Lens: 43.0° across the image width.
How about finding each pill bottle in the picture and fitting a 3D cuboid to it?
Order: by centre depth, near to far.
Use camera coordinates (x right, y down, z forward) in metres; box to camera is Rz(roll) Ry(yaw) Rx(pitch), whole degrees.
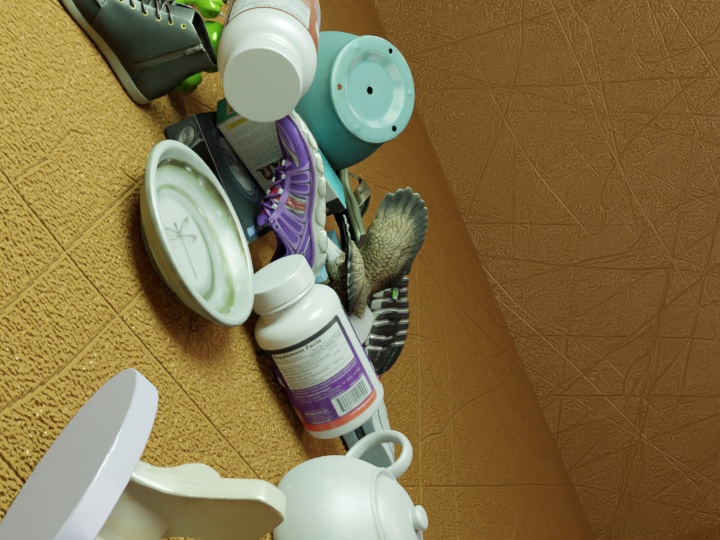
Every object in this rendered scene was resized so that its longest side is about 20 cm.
[{"bbox_3d":[-0.102,-0.251,1.020,0.202,0.111,0.113,-90,154,-52],"label":"pill bottle"},{"bbox_3d":[-0.059,0.089,1.088,0.112,0.110,0.202,-78,144,-65],"label":"pill bottle"}]

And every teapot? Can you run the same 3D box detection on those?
[{"bbox_3d":[0.004,0.282,0.987,0.197,0.144,0.203,23,46,-70],"label":"teapot"}]

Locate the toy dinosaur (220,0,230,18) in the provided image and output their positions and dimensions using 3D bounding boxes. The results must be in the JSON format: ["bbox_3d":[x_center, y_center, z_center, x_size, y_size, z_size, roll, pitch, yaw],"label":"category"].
[{"bbox_3d":[-0.246,-0.447,1.257,0.102,0.076,0.203,62,7,-72],"label":"toy dinosaur"}]

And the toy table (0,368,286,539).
[{"bbox_3d":[-0.149,0.166,0.578,0.117,0.183,0.201,44,32,-19],"label":"toy table"}]

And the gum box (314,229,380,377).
[{"bbox_3d":[-0.024,0.062,1.383,0.170,0.044,0.202,-77,144,-65],"label":"gum box"}]

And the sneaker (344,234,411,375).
[{"bbox_3d":[0.012,0.042,1.325,0.075,0.115,0.204,6,95,-43],"label":"sneaker"}]

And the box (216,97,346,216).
[{"bbox_3d":[-0.096,-0.143,1.150,0.201,0.081,0.050,56,19,-44],"label":"box"}]

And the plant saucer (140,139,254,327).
[{"bbox_3d":[-0.177,-0.031,0.943,0.202,0.050,0.202,-90,154,-54],"label":"plant saucer"}]

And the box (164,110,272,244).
[{"bbox_3d":[-0.158,-0.116,1.140,0.200,0.043,0.163,-44,113,-74],"label":"box"}]

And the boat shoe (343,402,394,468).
[{"bbox_3d":[0.006,0.189,1.262,0.086,0.073,0.205,-62,132,-70],"label":"boat shoe"}]

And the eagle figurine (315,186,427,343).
[{"bbox_3d":[-0.006,-0.004,1.179,0.149,0.199,0.154,20,59,-29],"label":"eagle figurine"}]

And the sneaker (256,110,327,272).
[{"bbox_3d":[-0.084,-0.087,1.078,0.081,0.082,0.204,-133,-142,-64],"label":"sneaker"}]

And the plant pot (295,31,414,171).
[{"bbox_3d":[-0.031,-0.228,1.224,0.197,0.187,0.204,-1,91,-36],"label":"plant pot"}]

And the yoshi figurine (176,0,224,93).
[{"bbox_3d":[-0.213,-0.316,1.100,0.112,0.110,0.203,-12,85,-82],"label":"yoshi figurine"}]

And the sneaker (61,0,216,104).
[{"bbox_3d":[-0.237,-0.281,0.956,0.075,0.105,0.201,-94,158,-49],"label":"sneaker"}]

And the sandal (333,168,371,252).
[{"bbox_3d":[-0.008,-0.101,1.435,0.080,0.056,0.204,111,-27,-54],"label":"sandal"}]
